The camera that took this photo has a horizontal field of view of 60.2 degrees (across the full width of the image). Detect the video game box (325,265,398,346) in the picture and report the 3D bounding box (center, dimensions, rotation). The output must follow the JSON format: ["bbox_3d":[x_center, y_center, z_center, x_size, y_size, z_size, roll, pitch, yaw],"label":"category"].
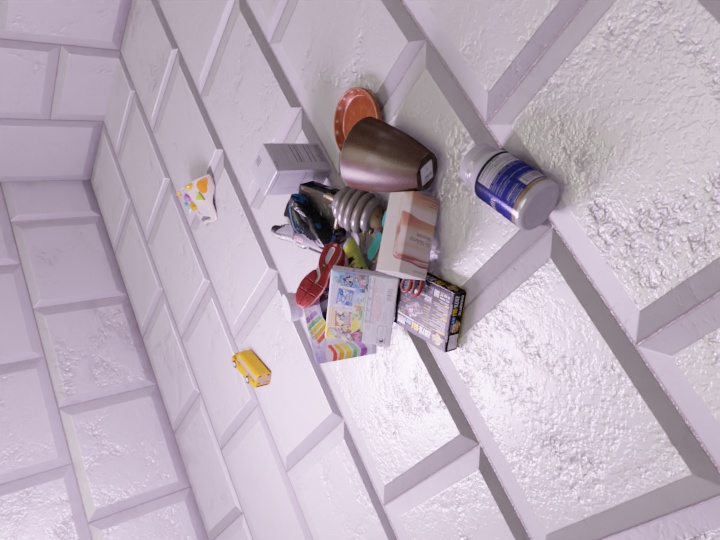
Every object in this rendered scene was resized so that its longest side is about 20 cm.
[{"bbox_3d":[0.003,0.097,1.669,0.047,0.180,0.202,-77,-5,-70],"label":"video game box"}]

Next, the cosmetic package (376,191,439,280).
[{"bbox_3d":[0.117,-0.085,1.530,0.087,0.103,0.202,5,83,48],"label":"cosmetic package"}]

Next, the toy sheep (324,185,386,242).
[{"bbox_3d":[-0.015,-0.165,1.707,0.199,0.138,0.139,23,118,16],"label":"toy sheep"}]

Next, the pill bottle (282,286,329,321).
[{"bbox_3d":[-0.123,0.087,1.821,0.111,0.198,0.112,167,90,-70],"label":"pill bottle"}]

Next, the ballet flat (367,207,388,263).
[{"bbox_3d":[0.082,-0.101,1.649,0.201,0.065,0.071,-61,35,38],"label":"ballet flat"}]

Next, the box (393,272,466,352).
[{"bbox_3d":[0.173,0.093,1.582,0.199,0.049,0.161,27,120,46],"label":"box"}]

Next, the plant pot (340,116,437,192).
[{"bbox_3d":[0.085,-0.269,1.545,0.199,0.186,0.189,22,115,32],"label":"plant pot"}]

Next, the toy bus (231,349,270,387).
[{"bbox_3d":[-0.422,0.371,2.383,0.200,0.065,0.079,38,124,42],"label":"toy bus"}]

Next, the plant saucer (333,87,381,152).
[{"bbox_3d":[-0.005,-0.405,1.730,0.200,0.032,0.202,13,107,51],"label":"plant saucer"}]

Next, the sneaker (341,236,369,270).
[{"bbox_3d":[0.000,0.000,1.780,0.076,0.075,0.202,-11,94,37],"label":"sneaker"}]

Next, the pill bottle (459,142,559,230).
[{"bbox_3d":[0.307,-0.182,1.304,0.200,0.115,0.116,46,130,38],"label":"pill bottle"}]

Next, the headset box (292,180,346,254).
[{"bbox_3d":[-0.117,-0.148,1.852,0.148,0.075,0.202,23,116,25],"label":"headset box"}]

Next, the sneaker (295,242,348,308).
[{"bbox_3d":[-0.092,0.030,1.722,0.078,0.115,0.201,34,87,31],"label":"sneaker"}]

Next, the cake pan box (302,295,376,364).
[{"bbox_3d":[-0.057,0.156,1.754,0.052,0.182,0.202,-99,-1,-67],"label":"cake pan box"}]

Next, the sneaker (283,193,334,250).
[{"bbox_3d":[-0.148,-0.128,1.795,0.201,0.073,0.082,54,128,19],"label":"sneaker"}]

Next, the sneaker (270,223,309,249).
[{"bbox_3d":[-0.211,-0.149,2.019,0.199,0.075,0.117,22,109,37],"label":"sneaker"}]

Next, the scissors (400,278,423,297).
[{"bbox_3d":[0.143,-0.033,1.573,0.073,0.014,0.202,4,80,49],"label":"scissors"}]

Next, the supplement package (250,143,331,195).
[{"bbox_3d":[-0.207,-0.306,1.870,0.114,0.199,0.110,-51,58,42],"label":"supplement package"}]

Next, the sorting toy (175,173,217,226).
[{"bbox_3d":[-0.659,-0.274,2.563,0.199,0.107,0.181,-18,102,52],"label":"sorting toy"}]
